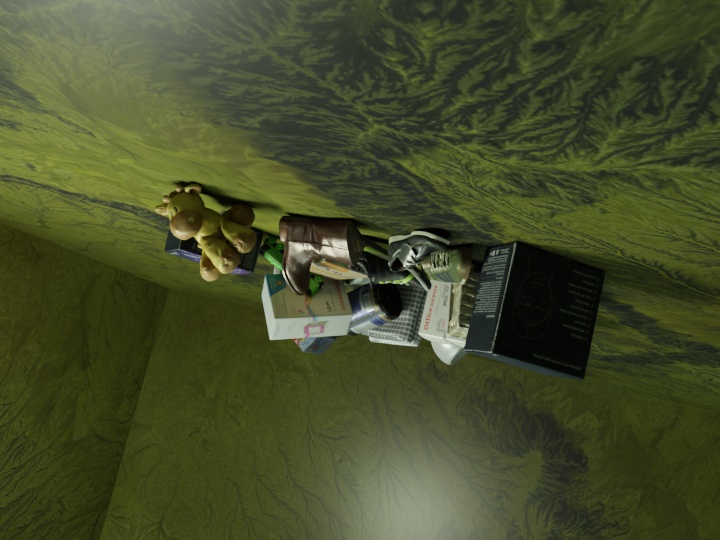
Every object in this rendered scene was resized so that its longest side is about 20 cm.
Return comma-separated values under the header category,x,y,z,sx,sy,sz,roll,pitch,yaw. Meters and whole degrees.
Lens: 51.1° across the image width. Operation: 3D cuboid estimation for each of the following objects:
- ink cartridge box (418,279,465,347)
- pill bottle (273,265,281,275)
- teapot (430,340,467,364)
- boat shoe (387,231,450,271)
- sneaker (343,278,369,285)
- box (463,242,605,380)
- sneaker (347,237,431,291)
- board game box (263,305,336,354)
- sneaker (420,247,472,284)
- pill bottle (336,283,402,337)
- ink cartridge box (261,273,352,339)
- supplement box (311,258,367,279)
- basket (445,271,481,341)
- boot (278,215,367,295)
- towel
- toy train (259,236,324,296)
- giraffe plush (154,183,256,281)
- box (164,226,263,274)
category,x,y,z,sx,sy,sz,roll,pitch,yaw
ink cartridge box,0.253,0.110,1.820,0.197,0.149,0.082,7,168,36
pill bottle,-0.137,0.034,1.990,0.110,0.114,0.200,9,159,29
teapot,0.257,0.147,2.047,0.196,0.201,0.146,-23,-116,-45
boat shoe,0.110,-0.034,1.449,0.071,0.069,0.199,19,168,-21
sneaker,0.000,0.000,1.857,0.085,0.076,0.200,3,179,-5
box,0.316,0.077,1.374,0.197,0.200,0.124,17,170,-16
sneaker,0.055,0.006,1.580,0.198,0.084,0.072,30,177,16
board game box,-0.153,0.137,1.927,0.200,0.062,0.200,45,-179,-1
sneaker,0.164,-0.010,1.494,0.088,0.069,0.200,9,174,0
pill bottle,0.003,0.102,1.960,0.198,0.114,0.111,-24,149,33
ink cartridge box,-0.130,0.083,1.830,0.196,0.146,0.085,-1,137,-19
supplement box,-0.062,-0.031,1.700,0.124,0.075,0.199,18,170,-25
basket,0.287,0.083,1.596,0.196,0.138,0.123,6,168,1
boot,-0.071,-0.021,1.539,0.197,0.189,0.064,8,-148,33
towel,0.089,0.109,2.014,0.198,0.169,0.085,2,163,46
toy train,-0.169,-0.010,1.821,0.199,0.056,0.042,38,147,19
giraffe plush,-0.328,-0.102,1.554,0.162,0.173,0.201,36,-167,-42
box,-0.358,-0.069,1.835,0.197,0.106,0.147,18,170,-26
